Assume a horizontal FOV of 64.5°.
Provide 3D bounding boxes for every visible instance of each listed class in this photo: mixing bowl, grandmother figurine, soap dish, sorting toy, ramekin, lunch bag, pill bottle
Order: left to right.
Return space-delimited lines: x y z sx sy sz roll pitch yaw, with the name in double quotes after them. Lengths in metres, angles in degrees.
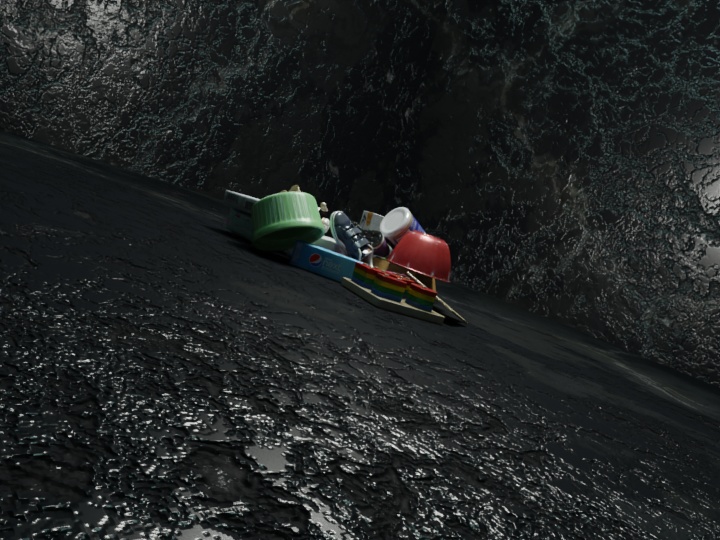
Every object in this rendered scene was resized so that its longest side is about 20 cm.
-0.298 -0.120 1.690 0.196 0.079 0.159 21 8 26 "lunch bag"
-0.196 -0.130 1.503 0.194 0.101 0.200 -11 -12 -2 "ramekin"
-0.147 -0.168 1.640 0.118 0.062 0.200 -9 -30 26 "grandmother figurine"
0.083 0.048 1.376 0.195 0.071 0.199 17 5 -30 "sorting toy"
0.123 0.024 1.745 0.197 0.083 0.156 21 5 32 "soap dish"
0.154 -0.090 1.785 0.200 0.116 0.115 47 -13 -34 "pill bottle"
0.183 -0.050 1.651 0.195 0.111 0.200 18 4 -1 "mixing bowl"

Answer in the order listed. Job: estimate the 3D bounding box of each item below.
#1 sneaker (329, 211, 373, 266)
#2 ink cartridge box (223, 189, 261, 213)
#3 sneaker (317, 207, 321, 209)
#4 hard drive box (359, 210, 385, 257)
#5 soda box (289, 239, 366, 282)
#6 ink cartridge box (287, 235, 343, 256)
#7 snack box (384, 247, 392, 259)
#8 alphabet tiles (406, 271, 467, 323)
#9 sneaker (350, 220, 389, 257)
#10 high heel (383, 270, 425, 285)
-0.014 -0.072 1.563 0.078 0.204 0.078 -12 15 45 "sneaker"
-0.279 -0.182 1.677 0.160 0.059 0.198 19 10 34 "ink cartridge box"
-0.196 -0.130 1.774 0.109 0.079 0.200 10 -33 -25 "sneaker"
0.030 -0.088 1.909 0.075 0.205 0.156 16 4 -14 "hard drive box"
-0.081 -0.017 1.482 0.195 0.066 0.068 20 5 1 "soda box"
-0.099 -0.052 1.679 0.142 0.086 0.199 22 5 23 "ink cartridge box"
0.150 0.003 1.877 0.200 0.024 0.072 45 -14 -11 "snack box"
0.214 0.082 1.508 0.167 0.008 0.199 42 4 32 "alphabet tiles"
0.008 -0.086 1.778 0.198 0.076 0.088 25 -17 42 "sneaker"
0.106 0.032 1.535 0.195 0.069 0.095 13 -14 -23 "high heel"
